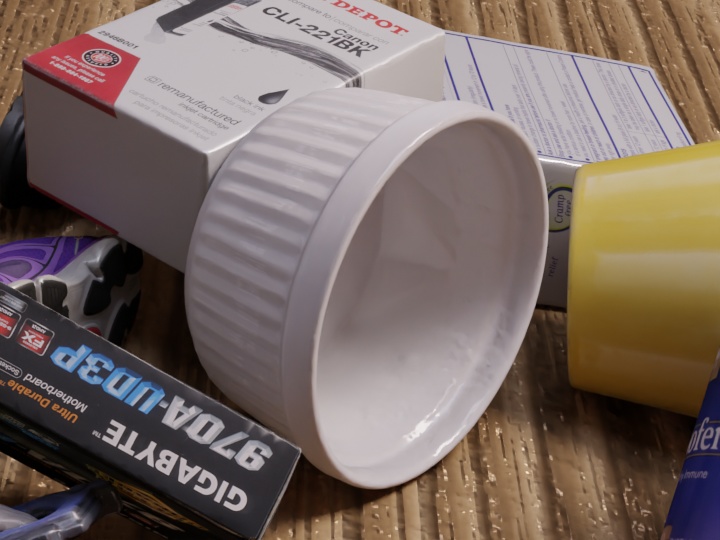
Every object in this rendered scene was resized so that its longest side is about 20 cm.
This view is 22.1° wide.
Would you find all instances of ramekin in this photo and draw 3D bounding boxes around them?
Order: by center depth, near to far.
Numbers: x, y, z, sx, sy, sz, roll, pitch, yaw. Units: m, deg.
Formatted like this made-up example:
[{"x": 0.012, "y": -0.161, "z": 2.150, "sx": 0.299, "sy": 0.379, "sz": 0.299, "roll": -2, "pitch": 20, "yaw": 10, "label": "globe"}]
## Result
[{"x": 0.000, "y": 0.000, "z": 0.953, "sx": 0.105, "sy": 0.201, "sz": 0.200, "roll": 23, "pitch": 29, "yaw": 33, "label": "ramekin"}]

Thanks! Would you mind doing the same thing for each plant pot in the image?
[{"x": 0.215, "y": 0.007, "z": 1.055, "sx": 0.187, "sy": 0.202, "sz": 0.201, "roll": 1, "pitch": 27, "yaw": 10, "label": "plant pot"}]

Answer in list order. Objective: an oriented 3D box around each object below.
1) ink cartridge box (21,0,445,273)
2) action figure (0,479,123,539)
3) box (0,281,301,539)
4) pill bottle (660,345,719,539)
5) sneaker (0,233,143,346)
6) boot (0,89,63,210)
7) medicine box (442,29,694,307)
[{"x": -0.067, "y": -0.092, "z": 1.033, "sx": 0.144, "sy": 0.084, "sz": 0.200, "roll": 27, "pitch": 40, "yaw": 31, "label": "ink cartridge box"}, {"x": -0.176, "y": 0.168, "z": 0.713, "sx": 0.199, "sy": 0.105, "sz": 0.194, "roll": -17, "pitch": 26, "yaw": -3, "label": "action figure"}, {"x": -0.135, "y": 0.055, "z": 0.792, "sx": 0.199, "sy": 0.046, "sz": 0.159, "roll": 30, "pitch": -16, "yaw": -9, "label": "box"}, {"x": 0.218, "y": 0.082, "z": 0.878, "sx": 0.115, "sy": 0.201, "sz": 0.116, "roll": 19, "pitch": -14, "yaw": 5, "label": "pill bottle"}, {"x": -0.186, "y": 0.029, "z": 0.959, "sx": 0.083, "sy": 0.081, "sz": 0.200, "roll": 7, "pitch": 16, "yaw": 17, "label": "sneaker"}, {"x": -0.116, "y": -0.071, "z": 1.139, "sx": 0.157, "sy": 0.080, "sz": 0.211, "roll": 24, "pitch": 30, "yaw": 18, "label": "boot"}, {"x": 0.109, "y": -0.067, "z": 1.208, "sx": 0.198, "sy": 0.104, "sz": 0.183, "roll": 8, "pitch": 29, "yaw": -11, "label": "medicine box"}]
